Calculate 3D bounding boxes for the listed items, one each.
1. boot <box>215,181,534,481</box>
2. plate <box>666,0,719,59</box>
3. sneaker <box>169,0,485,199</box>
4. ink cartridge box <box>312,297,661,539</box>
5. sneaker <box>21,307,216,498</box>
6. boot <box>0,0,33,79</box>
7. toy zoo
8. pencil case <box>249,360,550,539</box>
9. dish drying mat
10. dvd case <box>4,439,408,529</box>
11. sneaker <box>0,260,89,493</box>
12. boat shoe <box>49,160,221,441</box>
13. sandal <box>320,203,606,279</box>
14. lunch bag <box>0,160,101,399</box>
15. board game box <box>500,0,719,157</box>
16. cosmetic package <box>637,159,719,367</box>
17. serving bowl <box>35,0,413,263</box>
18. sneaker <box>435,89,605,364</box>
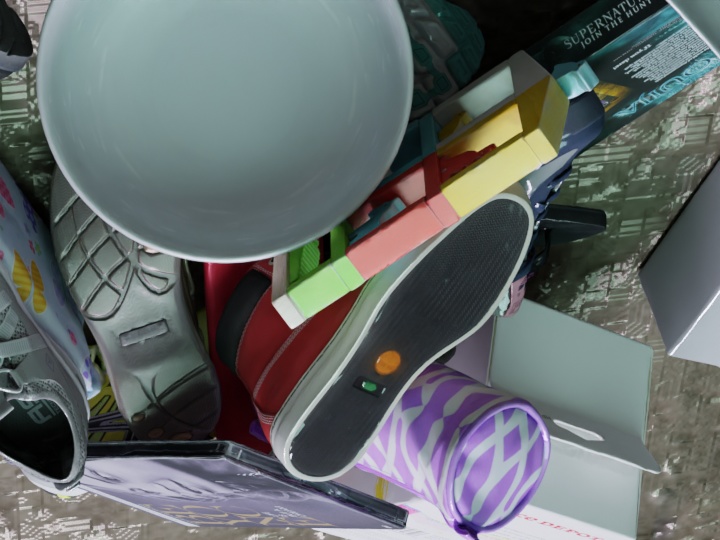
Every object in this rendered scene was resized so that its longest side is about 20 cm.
[{"bbox_3d":[0.000,0.000,1.580,0.072,0.144,0.200,32,105,-38],"label":"boot"},{"bbox_3d":[0.208,-0.227,1.503,0.199,0.032,0.200,41,85,-30],"label":"plate"},{"bbox_3d":[-0.024,-0.093,1.619,0.199,0.078,0.091,-26,176,-10],"label":"sneaker"},{"bbox_3d":[0.081,0.099,1.738,0.128,0.126,0.200,19,158,-32],"label":"ink cartridge box"},{"bbox_3d":[-0.136,0.071,1.740,0.200,0.076,0.076,-33,139,15],"label":"sneaker"},{"bbox_3d":[-0.295,-0.090,1.532,0.164,0.066,0.200,26,120,-26],"label":"boot"},{"bbox_3d":[0.039,-0.053,1.524,0.200,0.131,0.020,-33,109,13],"label":"toy zoo"},{"bbox_3d":[0.017,0.085,1.621,0.084,0.200,0.086,43,75,-40],"label":"pencil case"},{"bbox_3d":[-0.054,0.043,1.692,0.077,0.018,0.201,-17,130,-19],"label":"dish drying mat"},{"bbox_3d":[-0.092,0.127,1.681,0.200,0.016,0.148,-4,159,46],"label":"dvd case"},{"bbox_3d":[-0.203,0.043,1.524,0.075,0.082,0.200,-38,129,9],"label":"sneaker"},{"bbox_3d":[-0.133,0.005,1.651,0.075,0.072,0.201,-12,105,-2],"label":"boat shoe"},{"bbox_3d":[0.051,-0.007,1.696,0.200,0.048,0.075,-7,169,16],"label":"sandal"},{"bbox_3d":[-0.272,0.029,1.620,0.199,0.127,0.170,-22,132,8],"label":"lunch bag"},{"bbox_3d":[0.117,-0.099,1.639,0.200,0.028,0.135,-33,161,17],"label":"board game box"},{"bbox_3d":[0.272,-0.029,1.759,0.112,0.081,0.200,14,130,-28],"label":"cosmetic package"},{"bbox_3d":[-0.072,-0.101,1.531,0.199,0.201,0.066,-14,177,-3],"label":"serving bowl"},{"bbox_3d":[0.081,-0.023,1.600,0.200,0.082,0.070,-41,174,39],"label":"sneaker"}]
